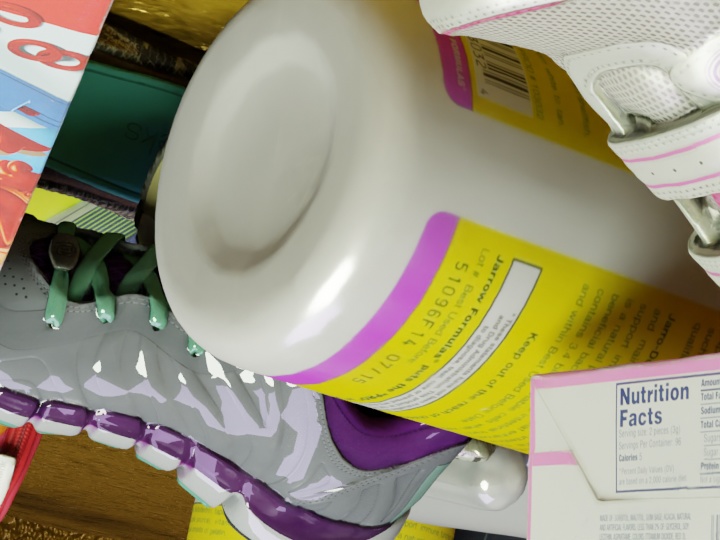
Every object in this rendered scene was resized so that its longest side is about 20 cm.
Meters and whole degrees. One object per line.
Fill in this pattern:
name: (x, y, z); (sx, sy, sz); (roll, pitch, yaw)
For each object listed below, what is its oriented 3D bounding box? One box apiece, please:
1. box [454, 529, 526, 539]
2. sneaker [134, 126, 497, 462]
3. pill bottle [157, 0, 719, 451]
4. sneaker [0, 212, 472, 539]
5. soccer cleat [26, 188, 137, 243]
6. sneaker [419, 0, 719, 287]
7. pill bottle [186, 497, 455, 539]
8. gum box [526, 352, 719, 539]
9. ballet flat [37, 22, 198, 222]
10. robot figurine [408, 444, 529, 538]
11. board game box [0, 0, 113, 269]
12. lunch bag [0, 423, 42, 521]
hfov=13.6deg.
box: (0.099, 0.142, 1.316); (0.196, 0.201, 0.124); (15, -172, -18)
sneaker: (0.000, 0.000, 0.926); (0.088, 0.077, 0.200); (19, 160, 28)
pill bottle: (0.052, -0.003, 0.807); (0.199, 0.105, 0.104); (19, 169, -35)
sneaker: (-0.052, 0.010, 0.859); (0.199, 0.075, 0.088); (28, 129, -25)
soccer cleat: (-0.121, -0.022, 0.977); (0.199, 0.084, 0.065); (2, 155, -20)
sneaker: (0.101, -0.031, 0.668); (0.199, 0.089, 0.081); (15, 171, -20)
pill bottle: (-0.012, 0.087, 1.187); (0.104, 0.201, 0.104); (12, 171, 2)
gum box: (0.131, 0.054, 0.688); (0.113, 0.067, 0.200); (6, 173, -29)
ballet flat: (-0.118, -0.060, 0.886); (0.075, 0.068, 0.200); (25, -177, 38)
robot figurine: (0.071, 0.039, 1.056); (0.199, 0.114, 0.169); (4, -152, 40)
board game box: (-0.167, -0.063, 0.713); (0.199, 0.056, 0.196); (14, 148, -12)
lunch bag: (-0.170, 0.025, 1.086); (0.082, 0.177, 0.200); (20, 170, -25)
